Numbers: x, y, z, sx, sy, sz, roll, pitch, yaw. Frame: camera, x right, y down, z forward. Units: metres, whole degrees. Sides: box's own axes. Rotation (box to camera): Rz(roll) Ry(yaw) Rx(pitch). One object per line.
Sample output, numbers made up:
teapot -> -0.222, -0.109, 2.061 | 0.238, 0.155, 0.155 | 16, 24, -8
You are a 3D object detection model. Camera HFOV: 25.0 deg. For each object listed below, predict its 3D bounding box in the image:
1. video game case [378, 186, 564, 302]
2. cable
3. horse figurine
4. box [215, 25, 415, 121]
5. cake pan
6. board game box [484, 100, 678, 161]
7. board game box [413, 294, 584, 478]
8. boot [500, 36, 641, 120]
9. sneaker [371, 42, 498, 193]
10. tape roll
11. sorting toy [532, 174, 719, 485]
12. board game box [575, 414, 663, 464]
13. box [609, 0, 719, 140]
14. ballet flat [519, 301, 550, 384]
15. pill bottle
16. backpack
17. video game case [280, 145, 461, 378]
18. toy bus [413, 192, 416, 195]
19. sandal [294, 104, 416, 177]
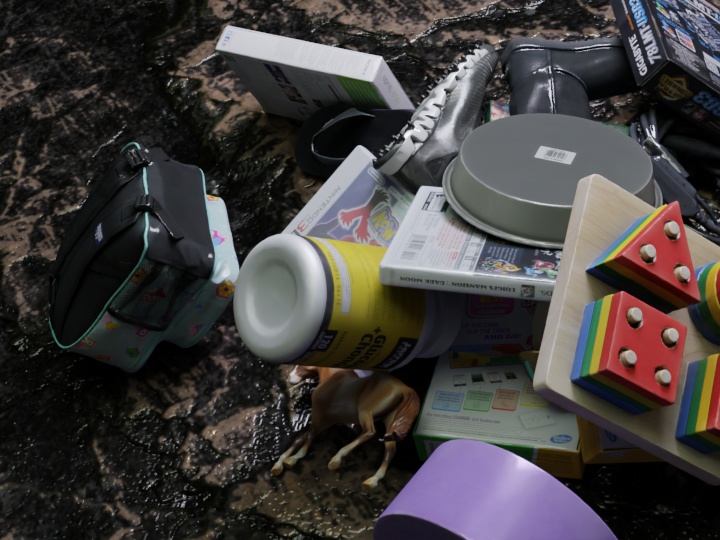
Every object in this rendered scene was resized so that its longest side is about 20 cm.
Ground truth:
video game case -> 0.124, -0.025, 1.436 | 0.182, 0.023, 0.200 | 6, 23, 11
cable -> 0.339, -0.076, 1.582 | 0.200, 0.051, 0.163 | 44, 34, 8
horse figurine -> -0.008, 0.131, 1.479 | 0.200, 0.050, 0.133 | -2, 48, 49
box -> -0.043, -0.202, 1.779 | 0.200, 0.144, 0.036 | 17, 73, 27
cake pan -> 0.174, -0.087, 1.466 | 0.200, 0.037, 0.200 | 2, 33, -1
board game box -> 0.222, -0.099, 1.636 | 0.200, 0.029, 0.135 | 11, 50, -5
board game box -> 0.149, 0.093, 1.506 | 0.153, 0.040, 0.200 | 5, 49, 19
boot -> 0.226, -0.143, 1.610 | 0.165, 0.066, 0.200 | 0, 48, -3
sneaker -> 0.095, -0.143, 1.623 | 0.090, 0.066, 0.200 | 42, 57, -8
tape roll -> 0.112, 0.233, 1.279 | 0.200, 0.200, 0.085 | 24, 56, 33
sorting toy -> 0.256, 0.042, 1.318 | 0.070, 0.200, 0.199 | -27, 41, 54
board game box -> 0.280, 0.087, 1.400 | 0.200, 0.040, 0.153 | 1, 67, -15
box -> 0.347, -0.218, 1.666 | 0.050, 0.200, 0.199 | -45, 34, 30
ballet flat -> 0.200, 0.026, 1.459 | 0.200, 0.072, 0.068 | -53, 16, -27
pill bottle -> -0.006, 0.032, 1.438 | 0.200, 0.112, 0.112 | 7, 26, -44
backpack -> -0.221, -0.001, 1.618 | 0.200, 0.153, 0.176 | -44, 41, 25
video game case -> 0.000, 0.000, 1.591 | 0.182, 0.023, 0.200 | -49, 56, 5
toy bus -> 0.080, -0.069, 1.674 | 0.200, 0.065, 0.078 | -39, 48, -21
sandal -> -0.006, -0.141, 1.716 | 0.043, 0.076, 0.200 | -9, 3, -42
